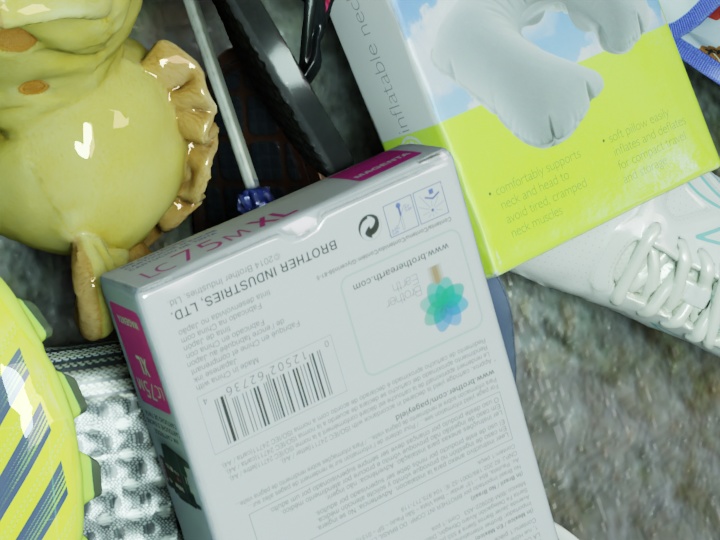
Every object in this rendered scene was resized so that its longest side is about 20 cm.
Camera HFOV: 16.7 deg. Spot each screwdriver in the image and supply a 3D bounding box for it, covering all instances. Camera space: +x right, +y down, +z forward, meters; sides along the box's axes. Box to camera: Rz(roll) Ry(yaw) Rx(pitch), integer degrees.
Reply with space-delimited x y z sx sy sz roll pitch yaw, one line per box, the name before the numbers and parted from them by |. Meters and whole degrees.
screwdriver | -0.045 -0.043 0.839 0.029 0.028 0.200 -19 86 -41

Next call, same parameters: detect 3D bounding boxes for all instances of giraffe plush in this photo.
giraffe plush | -0.111 -0.076 0.806 0.173 0.200 0.162 -48 143 -34

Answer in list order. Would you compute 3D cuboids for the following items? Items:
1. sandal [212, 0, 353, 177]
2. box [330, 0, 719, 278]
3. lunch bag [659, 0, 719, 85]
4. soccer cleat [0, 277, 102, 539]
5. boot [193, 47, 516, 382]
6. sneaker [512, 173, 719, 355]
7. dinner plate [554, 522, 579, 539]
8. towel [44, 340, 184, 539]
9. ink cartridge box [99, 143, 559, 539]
sandal | -0.039 -0.122 0.848 0.045 0.075 0.200 -22 61 -3
box | 0.045 -0.108 0.901 0.122 0.048 0.200 -25 96 -32
lunch bag | 0.188 -0.157 0.990 0.200 0.170 0.124 34 34 -11
soccer cleat | -0.129 0.097 0.763 0.084 0.065 0.201 -11 105 -43
boot | 0.000 0.000 0.928 0.097 0.075 0.200 -31 114 -44
sneaker | 0.135 -0.005 0.996 0.200 0.080 0.070 11 124 -33
dinner plate | 0.016 0.176 0.918 0.200 0.024 0.201 -5 106 -19
towel | -0.066 0.123 0.842 0.192 0.035 0.200 -5 90 -14
ink cartridge box | 0.000 0.072 0.808 0.119 0.042 0.200 -24 106 -24
